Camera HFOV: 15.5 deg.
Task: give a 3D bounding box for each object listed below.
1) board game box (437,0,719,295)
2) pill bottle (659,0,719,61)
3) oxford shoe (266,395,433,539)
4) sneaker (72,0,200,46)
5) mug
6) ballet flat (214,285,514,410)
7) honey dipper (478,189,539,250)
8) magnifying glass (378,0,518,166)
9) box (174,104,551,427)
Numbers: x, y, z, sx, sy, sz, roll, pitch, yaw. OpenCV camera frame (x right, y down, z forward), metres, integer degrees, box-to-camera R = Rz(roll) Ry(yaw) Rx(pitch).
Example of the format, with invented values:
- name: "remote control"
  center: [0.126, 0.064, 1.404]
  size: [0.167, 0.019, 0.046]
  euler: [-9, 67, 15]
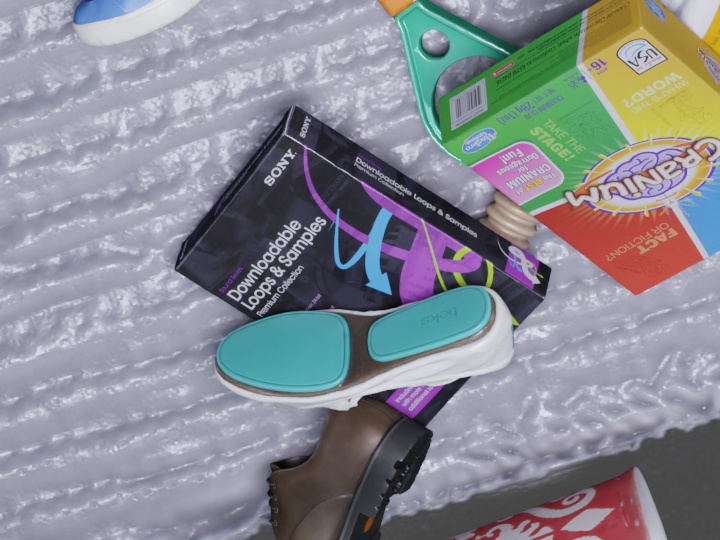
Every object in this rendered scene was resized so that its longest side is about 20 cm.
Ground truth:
- name: "board game box"
  center: [0.168, -0.076, 1.614]
  size: [0.153, 0.040, 0.200]
  euler: [-30, 133, 30]
- name: "pill bottle"
  center: [0.256, -0.169, 1.610]
  size: [0.199, 0.109, 0.110]
  euler: [16, 109, -7]
- name: "oxford shoe"
  center: [-0.029, 0.165, 1.756]
  size: [0.084, 0.073, 0.201]
  euler: [32, 111, 14]
- name: "sneaker"
  center: [-0.108, -0.227, 1.596]
  size: [0.199, 0.077, 0.111]
  euler: [-31, 114, 5]
- name: "mug"
  center: [0.114, 0.241, 1.747]
  size: [0.199, 0.134, 0.178]
  euler: [-17, 108, 8]
- name: "ballet flat"
  center: [0.006, 0.058, 1.668]
  size: [0.199, 0.069, 0.070]
  euler: [-12, 111, 21]
- name: "honey dipper"
  center: [0.128, -0.090, 1.678]
  size: [0.038, 0.038, 0.201]
  euler: [26, 103, -10]
- name: "magnifying glass"
  center: [0.042, -0.148, 1.647]
  size: [0.079, 0.022, 0.200]
  euler: [-35, 98, 22]
- name: "box"
  center: [0.000, 0.000, 1.681]
  size: [0.199, 0.036, 0.143]
  euler: [32, 127, -11]
